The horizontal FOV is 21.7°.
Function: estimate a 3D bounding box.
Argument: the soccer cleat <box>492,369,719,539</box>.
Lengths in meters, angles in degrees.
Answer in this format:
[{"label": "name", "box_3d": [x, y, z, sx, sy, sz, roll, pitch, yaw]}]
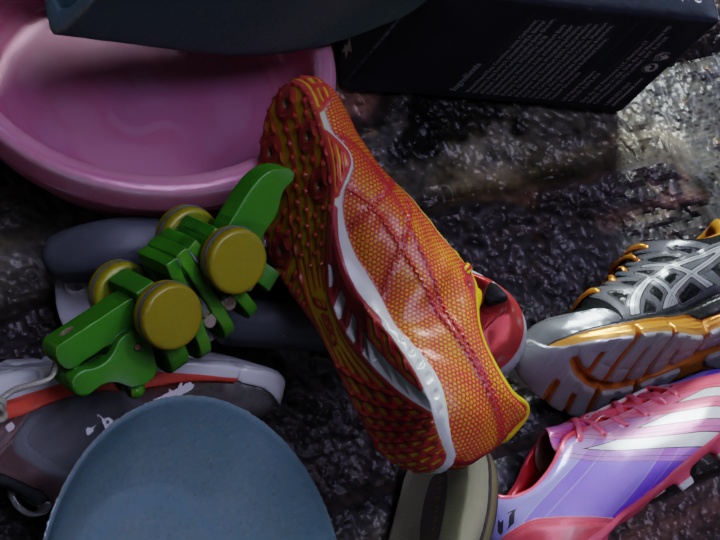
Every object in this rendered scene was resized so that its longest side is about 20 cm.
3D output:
[{"label": "soccer cleat", "box_3d": [0.138, 0.099, 1.023, 0.200, 0.067, 0.077, -37, 89, -32]}]

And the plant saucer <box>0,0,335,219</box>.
[{"label": "plant saucer", "box_3d": [-0.114, -0.099, 0.962, 0.199, 0.051, 0.202, 8, 48, -9]}]

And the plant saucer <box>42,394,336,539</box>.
[{"label": "plant saucer", "box_3d": [-0.084, 0.160, 0.865, 0.200, 0.038, 0.203, 16, 69, -48]}]

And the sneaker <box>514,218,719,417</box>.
[{"label": "sneaker", "box_3d": [0.161, 0.024, 1.071, 0.199, 0.078, 0.078, -12, 60, -35]}]

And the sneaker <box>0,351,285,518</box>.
[{"label": "sneaker", "box_3d": [-0.129, 0.081, 0.900, 0.198, 0.077, 0.083, -4, 96, -28]}]

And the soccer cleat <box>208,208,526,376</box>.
[{"label": "soccer cleat", "box_3d": [0.000, 0.000, 0.998, 0.199, 0.085, 0.069, 29, 76, 15]}]

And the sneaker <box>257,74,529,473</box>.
[{"label": "sneaker", "box_3d": [0.011, 0.000, 0.885, 0.077, 0.073, 0.201, -16, 77, -40]}]

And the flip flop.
[{"label": "flip flop", "box_3d": [0.024, 0.161, 0.916, 0.057, 0.081, 0.201, 38, 47, -32]}]

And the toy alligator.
[{"label": "toy alligator", "box_3d": [-0.098, 0.029, 0.850, 0.200, 0.059, 0.054, -41, 121, -19]}]

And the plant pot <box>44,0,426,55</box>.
[{"label": "plant pot", "box_3d": [-0.025, -0.218, 0.914, 0.199, 0.195, 0.198, 12, 60, -39]}]

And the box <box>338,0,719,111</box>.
[{"label": "box", "box_3d": [0.084, -0.212, 1.109, 0.198, 0.117, 0.198, 1, 67, -26]}]

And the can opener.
[{"label": "can opener", "box_3d": [-0.056, 0.008, 0.916, 0.198, 0.067, 0.054, 3, 72, 4]}]
